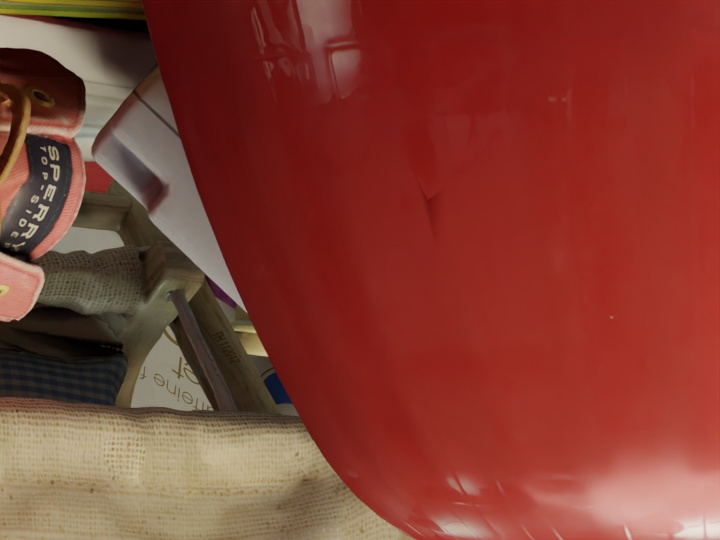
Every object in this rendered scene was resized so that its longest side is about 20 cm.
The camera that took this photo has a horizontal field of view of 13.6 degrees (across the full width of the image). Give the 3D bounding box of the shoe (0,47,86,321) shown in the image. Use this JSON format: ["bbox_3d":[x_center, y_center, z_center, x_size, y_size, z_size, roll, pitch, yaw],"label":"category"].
[{"bbox_3d":[-0.097,-0.027,0.619,0.091,0.072,0.200,15,-177,-18],"label":"shoe"}]

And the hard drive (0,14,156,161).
[{"bbox_3d":[-0.106,-0.051,0.830,0.131,0.026,0.200,0,177,36],"label":"hard drive"}]

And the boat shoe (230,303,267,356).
[{"bbox_3d":[0.041,0.028,0.902,0.073,0.063,0.200,9,165,45],"label":"boat shoe"}]

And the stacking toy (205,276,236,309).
[{"bbox_3d":[-0.043,0.029,0.993,0.200,0.117,0.110,25,169,-39],"label":"stacking toy"}]

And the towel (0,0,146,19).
[{"bbox_3d":[0.003,-0.064,0.563,0.086,0.018,0.200,-1,179,-32],"label":"towel"}]

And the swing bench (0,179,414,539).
[{"bbox_3d":[-0.103,0.061,0.711,0.198,0.130,0.200,6,-160,-37],"label":"swing bench"}]

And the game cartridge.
[{"bbox_3d":[0.000,0.000,0.684,0.133,0.042,0.200,40,-176,-6],"label":"game cartridge"}]

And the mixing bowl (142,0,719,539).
[{"bbox_3d":[0.060,-0.004,0.520,0.199,0.109,0.200,-2,180,0],"label":"mixing bowl"}]

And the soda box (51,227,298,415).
[{"bbox_3d":[-0.058,0.051,0.906,0.200,0.068,0.064,33,127,-26],"label":"soda box"}]
